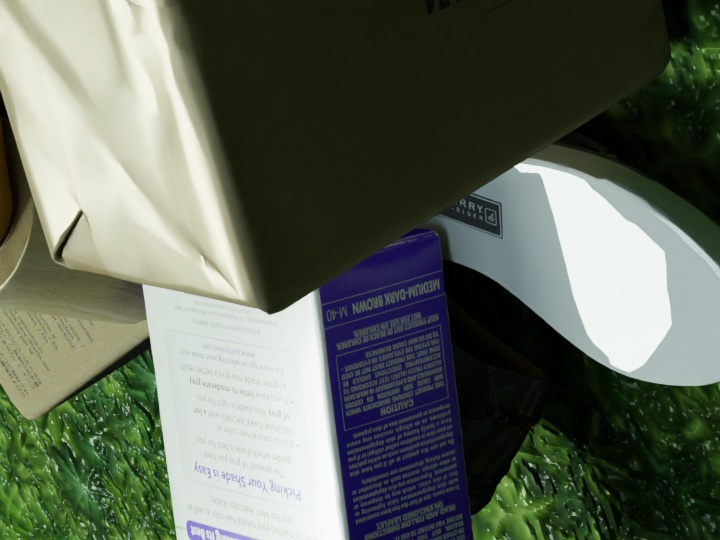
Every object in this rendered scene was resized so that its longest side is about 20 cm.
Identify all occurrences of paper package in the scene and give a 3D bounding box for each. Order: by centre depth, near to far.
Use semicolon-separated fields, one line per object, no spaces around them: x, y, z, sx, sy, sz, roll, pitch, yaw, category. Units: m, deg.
-0.016;-0.113;0.898;0.103;0.200;0.191;12;125;47;paper package

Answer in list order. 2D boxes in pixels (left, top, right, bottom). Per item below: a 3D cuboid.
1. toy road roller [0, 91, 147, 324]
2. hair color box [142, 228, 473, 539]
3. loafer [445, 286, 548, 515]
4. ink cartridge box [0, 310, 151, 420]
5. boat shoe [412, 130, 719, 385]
-0.096;-0.092;1.071;0.146;0.123;0.201;-24;67;41;toy road roller
-0.015;0.084;1.051;0.109;0.065;0.201;8;108;51;hair color box
0.000;0.000;1.117;0.200;0.073;0.072;49;121;17;loafer
-0.141;-0.054;1.238;0.200;0.075;0.165;58;146;1;ink cartridge box
0.070;-0.023;1.004;0.200;0.057;0.069;27;128;38;boat shoe
